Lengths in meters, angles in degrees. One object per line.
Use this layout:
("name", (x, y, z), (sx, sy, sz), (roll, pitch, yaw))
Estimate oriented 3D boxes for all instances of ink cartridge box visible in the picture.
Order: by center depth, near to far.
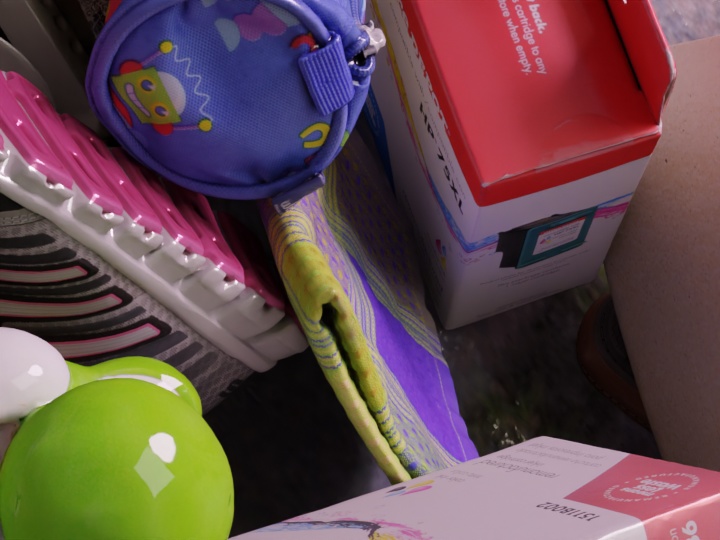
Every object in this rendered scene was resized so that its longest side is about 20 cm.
("ink cartridge box", (0.001, 0.107, 0.619), (0.199, 0.116, 0.068), (-16, 99, -26))
("ink cartridge box", (0.048, -0.069, 0.815), (0.067, 0.200, 0.117), (-17, 72, -8))

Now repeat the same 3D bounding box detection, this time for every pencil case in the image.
("pencil case", (-0.033, -0.107, 0.728), (0.201, 0.086, 0.078), (-88, 172, -50))

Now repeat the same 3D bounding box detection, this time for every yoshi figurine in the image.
("yoshi figurine", (-0.113, 0.054, 0.566), (0.199, 0.113, 0.112), (-5, 53, -36))

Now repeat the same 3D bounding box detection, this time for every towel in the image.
("towel", (0.000, 0.000, 0.767), (0.144, 0.023, 0.200), (59, 9, -34))

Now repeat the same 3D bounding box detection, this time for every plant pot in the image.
("plant pot", (0.210, 0.008, 0.850), (0.199, 0.200, 0.178), (2, 86, -29))

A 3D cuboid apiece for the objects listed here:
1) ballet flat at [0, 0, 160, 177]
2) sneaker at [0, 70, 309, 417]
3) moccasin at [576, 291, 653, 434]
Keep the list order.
("ballet flat", (-0.117, -0.105, 0.754), (0.075, 0.068, 0.201), (-37, 97, -45))
("sneaker", (-0.102, 0.000, 0.664), (0.200, 0.087, 0.074), (33, 14, -44))
("moccasin", (0.172, 0.064, 0.964), (0.200, 0.078, 0.074), (20, 65, -25))
